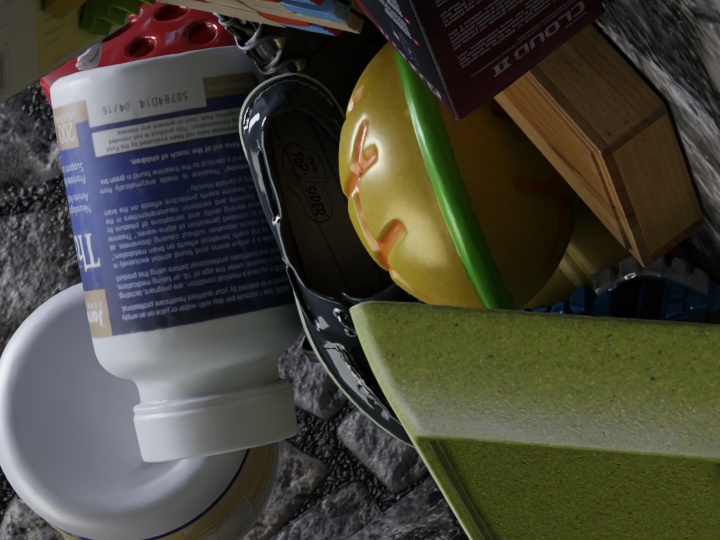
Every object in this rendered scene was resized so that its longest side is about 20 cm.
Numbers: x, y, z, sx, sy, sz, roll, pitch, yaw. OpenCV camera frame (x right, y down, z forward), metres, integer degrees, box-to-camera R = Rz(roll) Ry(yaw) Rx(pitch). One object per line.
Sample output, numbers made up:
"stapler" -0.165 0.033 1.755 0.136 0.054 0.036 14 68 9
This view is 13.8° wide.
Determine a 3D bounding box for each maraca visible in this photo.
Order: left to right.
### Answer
"maraca" 0.042 -0.060 1.372 0.200 0.107 0.137 -100 -9 -51

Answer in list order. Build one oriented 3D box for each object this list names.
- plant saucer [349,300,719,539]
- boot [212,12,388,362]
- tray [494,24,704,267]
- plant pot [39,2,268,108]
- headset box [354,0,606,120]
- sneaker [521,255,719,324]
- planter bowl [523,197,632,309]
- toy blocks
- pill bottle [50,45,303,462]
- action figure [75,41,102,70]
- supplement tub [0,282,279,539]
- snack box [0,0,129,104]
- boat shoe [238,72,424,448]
"plant saucer" 0.107 0.082 1.282 0.199 0.048 0.200 4 154 18
"boot" -0.019 -0.074 1.495 0.069 0.200 0.174 -10 131 42
"tray" 0.064 -0.098 1.248 0.200 0.037 0.099 50 175 31
"plant pot" -0.057 -0.081 1.713 0.201 0.182 0.200 54 176 5
"headset box" 0.009 -0.159 1.091 0.149 0.077 0.200 52 176 28
"sneaker" 0.117 0.052 1.355 0.087 0.075 0.200 34 151 -26
"planter bowl" 0.104 0.024 1.470 0.201 0.083 0.200 54 175 7
"toy blocks" -0.054 -0.146 1.345 0.136 0.100 0.200 12 179 14
"pill bottle" -0.089 -0.008 1.520 0.111 0.110 0.201 -174 75 -84
"action figure" -0.133 -0.182 1.519 0.134 0.149 0.200 54 160 0
"supplement tub" -0.121 0.093 1.669 0.146 0.145 0.200 52 175 14
"snack box" -0.155 -0.148 1.334 0.200 0.037 0.117 -48 -44 -69
"boat shoe" 0.002 -0.001 1.424 0.066 0.074 0.200 -139 28 -84
